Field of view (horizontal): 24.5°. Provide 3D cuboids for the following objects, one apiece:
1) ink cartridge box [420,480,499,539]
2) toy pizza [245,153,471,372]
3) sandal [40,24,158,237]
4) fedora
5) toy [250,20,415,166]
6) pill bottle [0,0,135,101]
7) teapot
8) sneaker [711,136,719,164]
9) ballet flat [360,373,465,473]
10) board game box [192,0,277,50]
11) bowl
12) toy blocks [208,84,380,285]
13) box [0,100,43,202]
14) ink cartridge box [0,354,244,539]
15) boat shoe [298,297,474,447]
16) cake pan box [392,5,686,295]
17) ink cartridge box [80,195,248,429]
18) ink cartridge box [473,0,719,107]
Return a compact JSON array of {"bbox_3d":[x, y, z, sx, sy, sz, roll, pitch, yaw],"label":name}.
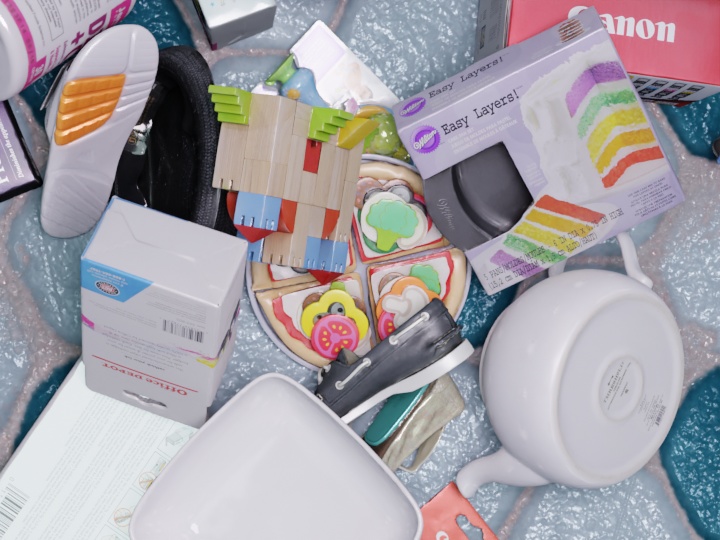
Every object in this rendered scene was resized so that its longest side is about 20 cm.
[{"bbox_3d":[0.040,0.291,1.453,0.200,0.050,0.109,-40,94,-5],"label":"ink cartridge box"},{"bbox_3d":[0.000,0.000,1.436,0.198,0.032,0.202,-1,104,-6],"label":"toy pizza"},{"bbox_3d":[-0.235,-0.124,1.389,0.079,0.059,0.208,0,128,-37],"label":"sandal"},{"bbox_3d":[-0.136,-0.085,1.398,0.091,0.200,0.203,3,89,-37],"label":"fedora"},{"bbox_3d":[-0.002,-0.110,1.453,0.200,0.047,0.115,44,86,-5],"label":"toy"},{"bbox_3d":[-0.253,-0.233,1.351,0.114,0.113,0.200,49,52,-5],"label":"pill bottle"},{"bbox_3d":[0.174,0.082,1.432,0.199,0.145,0.199,-24,114,-32],"label":"teapot"},{"bbox_3d":[0.378,-0.173,1.497,0.083,0.071,0.200,40,80,0],"label":"sneaker"},{"bbox_3d":[0.017,0.171,1.447,0.200,0.067,0.062,-46,117,-4],"label":"ballet flat"},{"bbox_3d":[-0.134,-0.296,1.388,0.064,0.148,0.202,-20,92,-5],"label":"board game box"},{"bbox_3d":[-0.065,0.211,1.361,0.200,0.075,0.200,44,90,11],"label":"bowl"},{"bbox_3d":[-0.059,-0.062,1.328,0.099,0.200,0.138,9,90,26],"label":"toy blocks"},{"bbox_3d":[-0.371,-0.139,1.391,0.140,0.079,0.202,-23,92,-5],"label":"box"},{"bbox_3d":[-0.216,0.193,1.423,0.176,0.045,0.201,35,86,-5],"label":"ink cartridge box"},{"bbox_3d":[0.001,0.091,1.422,0.199,0.076,0.061,-31,91,13],"label":"boat shoe"},{"bbox_3d":[0.146,-0.095,1.382,0.199,0.052,0.185,-24,118,10],"label":"cake pan box"},{"bbox_3d":[-0.160,0.039,1.333,0.114,0.201,0.068,19,56,4],"label":"ink cartridge box"},{"bbox_3d":[0.211,-0.202,1.417,0.198,0.176,0.085,6,87,-7],"label":"ink cartridge box"}]
